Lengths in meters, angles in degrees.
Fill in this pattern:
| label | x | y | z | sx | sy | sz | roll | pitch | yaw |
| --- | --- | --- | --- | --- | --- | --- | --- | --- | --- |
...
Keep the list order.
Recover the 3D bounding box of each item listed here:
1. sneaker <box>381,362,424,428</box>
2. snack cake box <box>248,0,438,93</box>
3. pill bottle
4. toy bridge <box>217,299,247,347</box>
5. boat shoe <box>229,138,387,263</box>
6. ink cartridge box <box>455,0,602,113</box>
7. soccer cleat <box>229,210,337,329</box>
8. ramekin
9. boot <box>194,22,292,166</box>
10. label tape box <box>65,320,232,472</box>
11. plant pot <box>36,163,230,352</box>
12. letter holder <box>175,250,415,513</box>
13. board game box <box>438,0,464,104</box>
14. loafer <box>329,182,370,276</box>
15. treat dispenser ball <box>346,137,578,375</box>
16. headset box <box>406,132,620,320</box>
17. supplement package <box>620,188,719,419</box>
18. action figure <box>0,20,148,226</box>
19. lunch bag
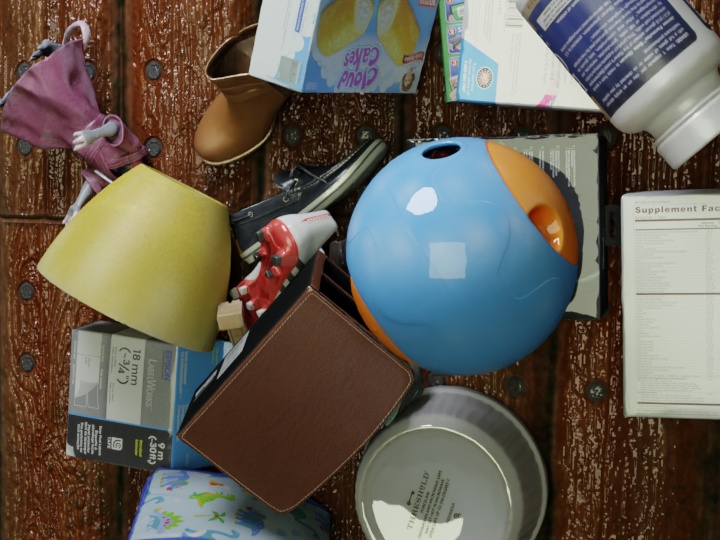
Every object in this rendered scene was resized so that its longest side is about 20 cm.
| label | x | y | z | sx | sy | sz | roll | pitch | yaw |
| --- | --- | --- | --- | --- | --- | --- | --- | --- | --- |
| sneaker | -0.014 | 0.132 | 1.178 | 0.199 | 0.091 | 0.079 | -8 | 97 | 43 |
| snack cake box | -0.010 | -0.230 | 1.069 | 0.067 | 0.199 | 0.116 | 22 | 109 | 30 |
| pill bottle | 0.231 | -0.187 | 0.953 | 0.111 | 0.111 | 0.201 | -40 | 83 | 16 |
| toy bridge | -0.115 | 0.123 | 1.184 | 0.027 | 0.067 | 0.202 | -11 | 112 | -1 |
| boat shoe | -0.059 | -0.082 | 1.174 | 0.199 | 0.075 | 0.063 | -34 | 90 | 22 |
| ink cartridge box | 0.196 | -0.207 | 1.056 | 0.198 | 0.068 | 0.117 | 7 | 98 | 16 |
| soccer cleat | -0.078 | 0.006 | 1.163 | 0.069 | 0.085 | 0.201 | 56 | 150 | 21 |
| ramekin | 0.086 | 0.224 | 1.143 | 0.200 | 0.094 | 0.205 | 2 | 95 | 17 |
| boot | -0.121 | -0.183 | 1.141 | 0.200 | 0.155 | 0.074 | -42 | 82 | 16 |
| label tape box | -0.221 | 0.142 | 1.248 | 0.198 | 0.063 | 0.146 | 7 | 97 | 17 |
| plant pot | -0.211 | -0.024 | 1.174 | 0.199 | 0.200 | 0.143 | 27 | 91 | 13 |
| letter holder | -0.054 | 0.111 | 1.084 | 0.142 | 0.101 | 0.200 | 39 | 106 | -11 |
| board game box | 0.176 | -0.241 | 1.110 | 0.198 | 0.029 | 0.136 | -3 | 93 | 18 |
| loafer | 0.000 | 0.000 | 1.171 | 0.071 | 0.073 | 0.202 | 26 | 95 | 31 |
| treat dispenser ball | 0.086 | -0.012 | 0.969 | 0.198 | 0.201 | 0.204 | 2 | 95 | 17 |
| headset box | 0.151 | -0.043 | 1.100 | 0.198 | 0.093 | 0.177 | -1 | 94 | 17 |
| supplement package | 0.301 | 0.027 | 1.051 | 0.112 | 0.109 | 0.203 | 0 | 95 | 17 |
| action figure | -0.295 | -0.147 | 1.247 | 0.199 | 0.149 | 0.134 | 39 | 135 | -8 |
| lunch bag | -0.138 | 0.285 | 1.152 | 0.199 | 0.170 | 0.128 | 28 | 101 | -9 |
